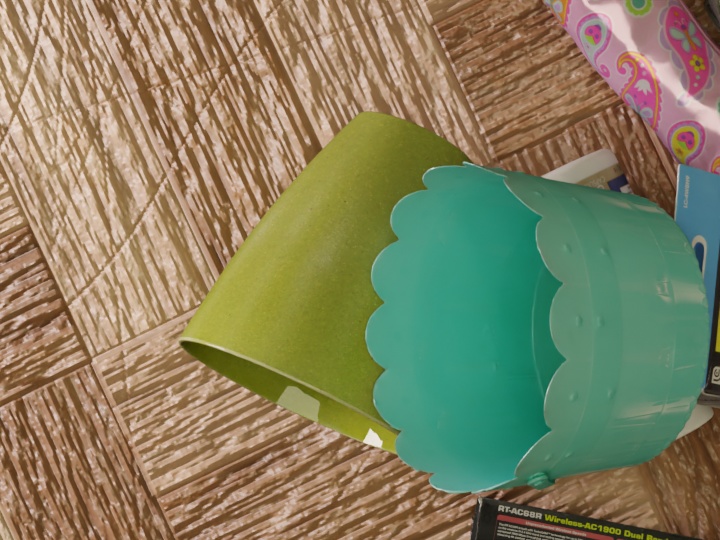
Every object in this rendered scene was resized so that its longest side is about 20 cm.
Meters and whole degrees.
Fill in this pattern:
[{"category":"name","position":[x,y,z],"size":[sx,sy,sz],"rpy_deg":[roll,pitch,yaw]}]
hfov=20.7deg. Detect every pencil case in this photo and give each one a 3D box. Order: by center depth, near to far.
[{"category":"pencil case","position":[0.212,-0.150,1.382],"size":[0.087,0.087,0.200],"rpy_deg":[-39,86,4]}]

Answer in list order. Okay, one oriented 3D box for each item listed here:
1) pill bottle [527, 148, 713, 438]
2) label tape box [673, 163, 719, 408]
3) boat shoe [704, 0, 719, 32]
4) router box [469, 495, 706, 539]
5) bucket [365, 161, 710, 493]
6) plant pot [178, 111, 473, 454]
[{"category":"pill bottle","position":[0.167,0.027,1.376],"size":[0.110,0.111,0.201],"rpy_deg":[-26,89,5]},{"category":"label tape box","position":[0.254,0.019,1.326],"size":[0.199,0.066,0.145],"rpy_deg":[12,81,-37]},{"category":"boat shoe","position":[0.272,-0.189,1.348],"size":[0.072,0.066,0.202],"rpy_deg":[-35,59,21]},{"category":"router box","position":[0.163,0.252,1.368],"size":[0.198,0.062,0.151],"rpy_deg":[11,56,4]},{"category":"bucket","position":[0.109,0.037,1.229],"size":[0.134,0.207,0.209],"rpy_deg":[3,92,-33]},{"category":"plant pot","position":[0.000,0.000,1.369],"size":[0.186,0.187,0.201],"rpy_deg":[25,79,4]}]
